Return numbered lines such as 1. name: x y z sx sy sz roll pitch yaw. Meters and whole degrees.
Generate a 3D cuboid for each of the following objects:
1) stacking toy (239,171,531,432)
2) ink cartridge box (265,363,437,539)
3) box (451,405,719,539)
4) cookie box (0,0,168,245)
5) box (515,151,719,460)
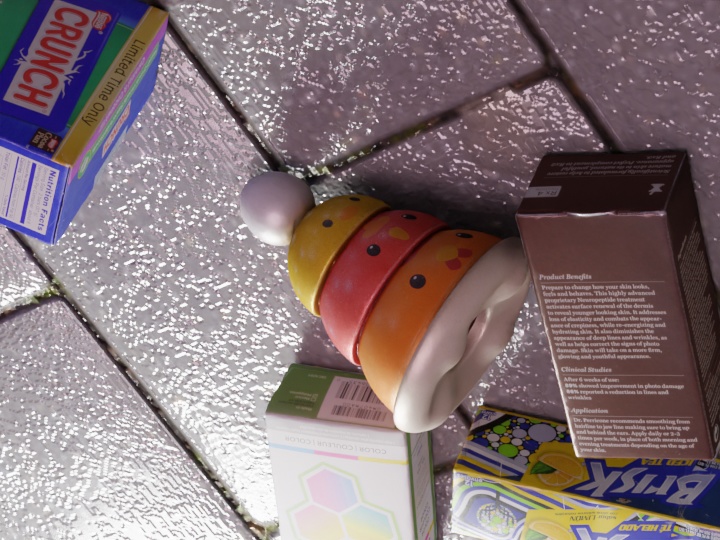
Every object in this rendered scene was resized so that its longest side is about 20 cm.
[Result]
1. stacking toy: 0.000 0.000 1.726 0.200 0.146 0.146 32 133 16
2. ink cartridge box: -0.003 0.167 1.884 0.103 0.059 0.201 8 128 16
3. box: 0.166 0.157 1.801 0.199 0.070 0.065 11 132 14
4. cookie box: -0.247 -0.128 1.681 0.199 0.171 0.075 22 135 3
5. box: 0.173 0.024 1.695 0.100 0.075 0.201 0 128 22
